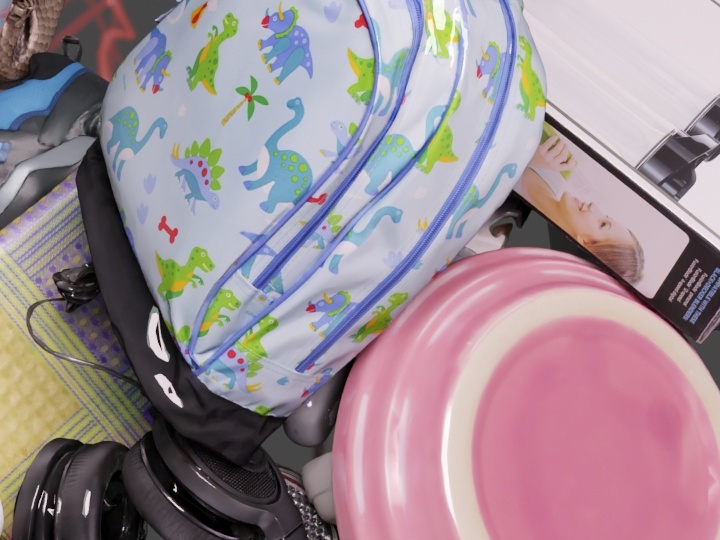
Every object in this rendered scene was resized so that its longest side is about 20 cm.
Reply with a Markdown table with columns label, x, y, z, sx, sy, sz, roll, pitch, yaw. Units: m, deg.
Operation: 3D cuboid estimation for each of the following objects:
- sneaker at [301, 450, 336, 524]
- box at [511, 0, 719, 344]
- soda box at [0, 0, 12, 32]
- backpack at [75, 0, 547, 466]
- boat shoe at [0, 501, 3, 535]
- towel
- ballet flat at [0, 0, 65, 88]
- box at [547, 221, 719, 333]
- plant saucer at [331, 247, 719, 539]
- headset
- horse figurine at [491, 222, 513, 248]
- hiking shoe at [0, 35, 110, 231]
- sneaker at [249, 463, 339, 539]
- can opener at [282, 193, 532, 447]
| label | x | y | z | sx | sy | sz | roll | pitch | yaw |
| --- | --- | --- | --- | --- | --- | --- | --- | --- | --- |
| sneaker | 0.075 | 0.128 | 0.878 | 0.199 | 0.074 | 0.116 | 0 | 74 | -17 |
| box | 0.109 | -0.078 | 0.862 | 0.200 | 0.060 | 0.117 | 41 | 57 | 12 |
| soda box | -0.188 | -0.152 | 0.880 | 0.068 | 0.063 | 0.201 | 28 | 102 | 26 |
| backpack | -0.021 | -0.050 | 0.784 | 0.199 | 0.154 | 0.164 | -30 | 53 | 15 |
| boat shoe | -0.233 | 0.056 | 0.823 | 0.200 | 0.072 | 0.068 | 50 | 34 | -9 |
| towel | -0.120 | 0.035 | 0.908 | 0.200 | 0.023 | 0.144 | -44 | 108 | -18 |
| ballet flat | -0.168 | -0.188 | 1.011 | 0.067 | 0.046 | 0.201 | 10 | 68 | -2 |
| box | 0.183 | -0.079 | 0.970 | 0.181 | 0.104 | 0.201 | -3 | 68 | -8 |
| plant saucer | 0.085 | 0.086 | 0.823 | 0.199 | 0.051 | 0.202 | 8 | 73 | -28 |
| headset | -0.089 | 0.093 | 0.861 | 0.123 | 0.094 | 0.201 | -18 | 93 | 18 |
| horse figurine | 0.000 | 0.000 | 0.927 | 0.199 | 0.050 | 0.133 | 31 | 69 | -26 |
| hiking shoe | -0.188 | -0.027 | 0.940 | 0.200 | 0.075 | 0.087 | -36 | 60 | -23 |
| sneaker | 0.002 | 0.164 | 0.870 | 0.080 | 0.075 | 0.200 | -32 | 74 | -17 |
| can opener | 0.026 | -0.004 | 0.876 | 0.052 | 0.067 | 0.200 | 17 | 55 | 21 |
